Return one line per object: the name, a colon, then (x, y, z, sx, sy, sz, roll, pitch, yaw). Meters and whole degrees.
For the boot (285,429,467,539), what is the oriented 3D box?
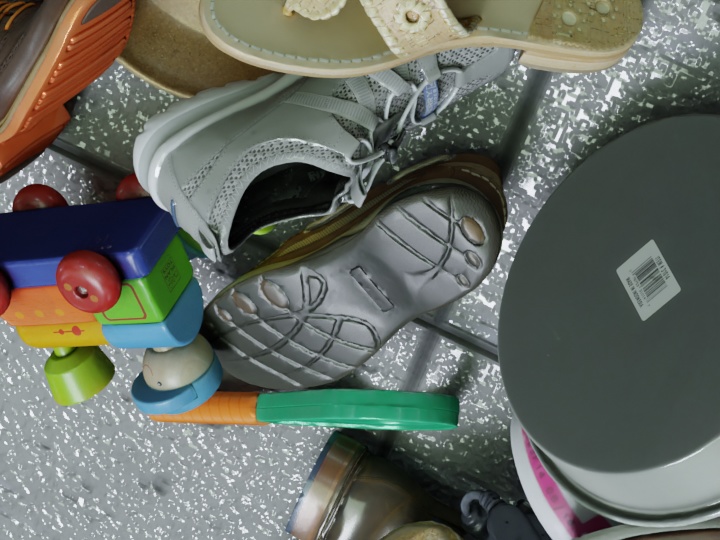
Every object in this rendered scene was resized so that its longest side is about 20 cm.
boot: (-0.007, 0.200, 0.880, 0.096, 0.075, 0.202, 24, 118, 10)

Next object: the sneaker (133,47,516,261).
sneaker: (-0.005, -0.064, 0.708, 0.198, 0.082, 0.075, -29, 148, -8)

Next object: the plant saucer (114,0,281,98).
plant saucer: (-0.068, -0.183, 0.740, 0.197, 0.035, 0.203, 7, 116, 15)

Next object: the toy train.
toy train: (-0.173, 0.023, 0.798, 0.197, 0.085, 0.117, -4, 125, 27)

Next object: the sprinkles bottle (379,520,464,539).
sprinkles bottle: (0.061, 0.228, 0.838, 0.067, 0.069, 0.201, -9, 131, 22)

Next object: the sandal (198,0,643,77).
sandal: (0.036, -0.134, 0.661, 0.208, 0.079, 0.070, 1, 157, -14)

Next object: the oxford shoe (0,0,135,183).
oxford shoe: (-0.178, -0.110, 0.763, 0.073, 0.071, 0.200, 51, 141, -2)

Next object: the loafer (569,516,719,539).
loafer: (0.176, 0.154, 0.696, 0.197, 0.064, 0.072, -1, 145, -18)

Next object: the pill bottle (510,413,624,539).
pill bottle: (0.180, 0.062, 0.727, 0.199, 0.114, 0.114, -38, 99, 29)

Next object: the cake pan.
cake pan: (0.140, 0.014, 0.679, 0.199, 0.202, 0.037, -35, 135, 29)

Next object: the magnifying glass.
magnifying glass: (-0.036, 0.078, 0.842, 0.198, 0.079, 0.023, -4, 79, 29)

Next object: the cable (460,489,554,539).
cable: (0.124, 0.206, 0.771, 0.051, 0.201, 0.163, -38, 142, 4)

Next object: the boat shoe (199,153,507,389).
boat shoe: (0.000, 0.000, 0.784, 0.199, 0.074, 0.076, -25, 112, 34)

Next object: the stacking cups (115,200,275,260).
stacking cups: (-0.108, -0.022, 0.814, 0.198, 0.061, 0.061, -26, 104, 27)
